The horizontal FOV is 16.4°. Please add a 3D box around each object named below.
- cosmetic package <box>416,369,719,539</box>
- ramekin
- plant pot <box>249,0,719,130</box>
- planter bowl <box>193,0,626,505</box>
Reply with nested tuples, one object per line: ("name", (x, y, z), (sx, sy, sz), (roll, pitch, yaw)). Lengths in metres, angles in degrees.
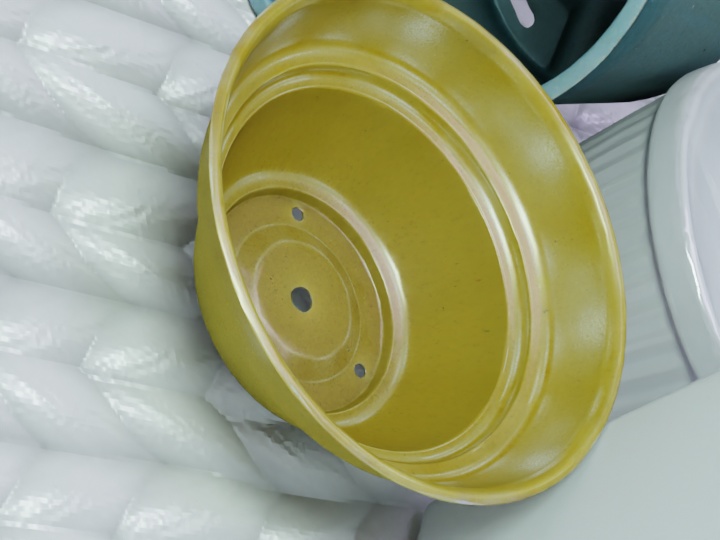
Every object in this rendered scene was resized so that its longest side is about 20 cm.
("cosmetic package", (0.114, 0.174, 0.895), (0.167, 0.166, 0.200), (47, 35, -22))
("ramekin", (0.154, 0.015, 1.118), (0.202, 0.094, 0.203), (34, 46, -45))
("plant pot", (0.079, -0.153, 1.076), (0.196, 0.200, 0.201), (3, 65, -62))
("planter bowl", (0.000, 0.000, 0.925), (0.200, 0.083, 0.201), (20, 58, -36))
